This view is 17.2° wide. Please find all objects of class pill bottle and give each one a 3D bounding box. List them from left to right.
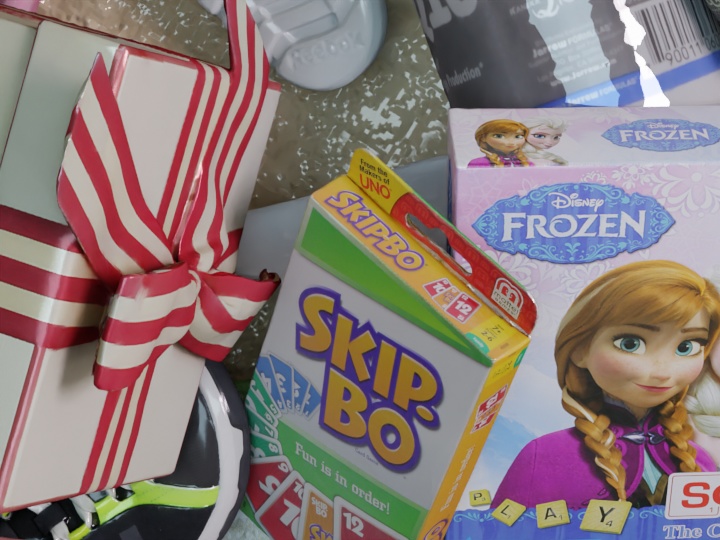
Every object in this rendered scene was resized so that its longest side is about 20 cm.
[{"bbox_3d":[0.065,-0.144,0.923,0.113,0.114,0.201,-19,93,11],"label":"pill bottle"}]

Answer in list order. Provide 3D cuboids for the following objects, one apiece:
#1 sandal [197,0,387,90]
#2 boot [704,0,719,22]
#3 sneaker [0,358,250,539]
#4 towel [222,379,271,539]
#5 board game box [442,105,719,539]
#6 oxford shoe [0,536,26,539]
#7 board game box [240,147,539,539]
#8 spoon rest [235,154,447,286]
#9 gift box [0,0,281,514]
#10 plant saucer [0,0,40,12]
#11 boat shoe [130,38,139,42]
[{"bbox_3d":[-0.060,-0.161,0.976,0.082,0.050,0.203,-33,90,28],"label":"sandal"},{"bbox_3d":[0.137,-0.197,0.873,0.200,0.072,0.182,49,62,-13],"label":"boot"},{"bbox_3d":[-0.117,0.112,0.969,0.072,0.083,0.200,49,121,27],"label":"sneaker"},{"bbox_3d":[-0.023,0.143,1.018,0.148,0.031,0.201,-7,93,7],"label":"towel"},{"bbox_3d":[0.130,0.030,0.907,0.199,0.041,0.200,-2,126,-2],"label":"board game box"},{"bbox_3d":[-0.094,0.174,0.939,0.200,0.075,0.070,33,113,-21],"label":"oxford shoe"},{"bbox_3d":[0.003,0.051,0.908,0.095,0.030,0.200,42,138,20],"label":"board game box"},{"bbox_3d":[0.000,0.000,0.970,0.199,0.061,0.100,-7,59,12],"label":"spoon rest"},{"bbox_3d":[-0.133,-0.028,0.856,0.186,0.184,0.201,19,100,15],"label":"gift box"},{"bbox_3d":[-0.222,-0.150,1.000,0.199,0.051,0.202,1,96,10],"label":"plant saucer"},{"bbox_3d":[-0.125,0.005,0.993,0.093,0.075,0.200,42,108,4],"label":"boat shoe"}]
